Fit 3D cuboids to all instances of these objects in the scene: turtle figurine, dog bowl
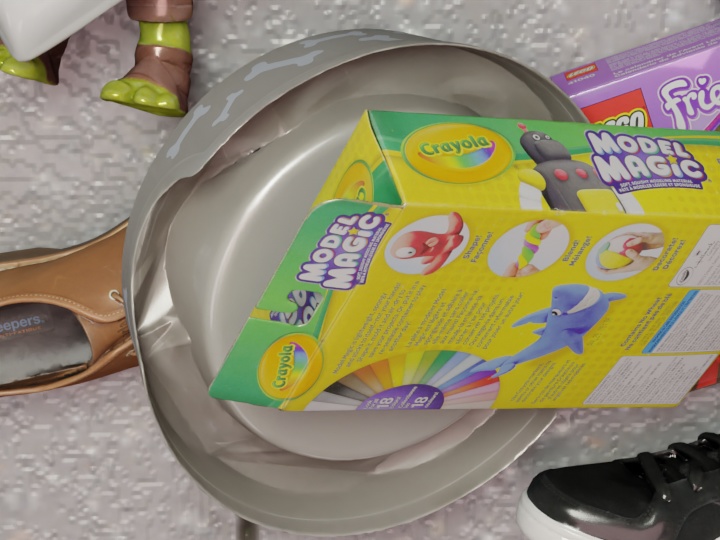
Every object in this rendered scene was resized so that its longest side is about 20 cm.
[{"bbox_3d":[-0.093,-0.146,0.836,0.199,0.064,0.162,15,93,-9],"label":"turtle figurine"},{"bbox_3d":[0.000,0.000,0.862,0.199,0.059,0.201,-11,118,-21],"label":"dog bowl"}]

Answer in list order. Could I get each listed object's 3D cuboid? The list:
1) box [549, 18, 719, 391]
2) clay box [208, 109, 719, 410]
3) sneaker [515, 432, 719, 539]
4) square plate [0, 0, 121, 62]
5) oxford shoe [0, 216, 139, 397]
[{"bbox_3d":[0.190,-0.042,0.902,0.199,0.039,0.137,-19,109,5],"label":"box"},{"bbox_3d":[0.050,-0.001,0.798,0.199,0.048,0.115,3,140,-28],"label":"clay box"},{"bbox_3d":[0.168,0.071,0.934,0.199,0.073,0.112,8,107,-14],"label":"sneaker"},{"bbox_3d":[-0.091,-0.204,0.768,0.198,0.028,0.200,-30,87,19],"label":"square plate"},{"bbox_3d":[-0.082,0.012,0.896,0.199,0.071,0.072,-20,108,1],"label":"oxford shoe"}]
